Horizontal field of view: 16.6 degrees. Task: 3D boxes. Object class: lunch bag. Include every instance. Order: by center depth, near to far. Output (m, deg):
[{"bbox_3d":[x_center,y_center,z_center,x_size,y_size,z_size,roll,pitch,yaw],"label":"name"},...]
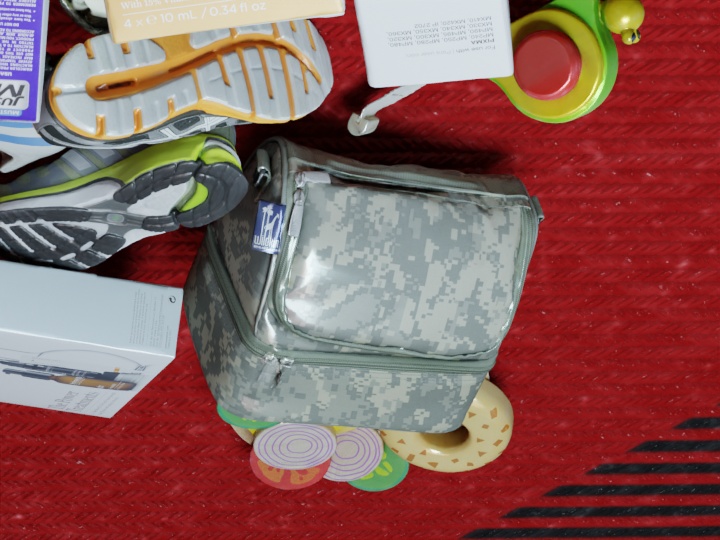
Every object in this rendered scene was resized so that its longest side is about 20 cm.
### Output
[{"bbox_3d":[0.000,0.000,1.566,0.199,0.140,0.168,7,128,-25],"label":"lunch bag"}]

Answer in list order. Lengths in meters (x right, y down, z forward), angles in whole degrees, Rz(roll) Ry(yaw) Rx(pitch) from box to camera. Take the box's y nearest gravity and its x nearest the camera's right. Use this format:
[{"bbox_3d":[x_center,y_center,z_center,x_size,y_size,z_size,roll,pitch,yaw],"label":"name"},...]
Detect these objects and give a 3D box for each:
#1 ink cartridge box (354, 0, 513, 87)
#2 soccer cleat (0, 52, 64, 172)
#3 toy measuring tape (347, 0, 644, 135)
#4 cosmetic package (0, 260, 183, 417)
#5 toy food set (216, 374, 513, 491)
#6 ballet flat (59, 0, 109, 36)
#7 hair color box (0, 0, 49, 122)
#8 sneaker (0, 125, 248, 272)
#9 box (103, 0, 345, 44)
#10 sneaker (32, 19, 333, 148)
[{"bbox_3d":[0.029,-0.216,1.300,0.084,0.146,0.201,-6,141,5],"label":"ink cartridge box"},{"bbox_3d":[-0.252,-0.117,1.458,0.086,0.070,0.200,-30,135,28],"label":"soccer cleat"},{"bbox_3d":[0.088,-0.107,1.494,0.199,0.074,0.074,-27,136,23],"label":"toy measuring tape"},{"bbox_3d":[-0.213,0.046,1.624,0.150,0.052,0.200,11,162,-14],"label":"cosmetic package"},{"bbox_3d":[-0.003,0.095,1.760,0.197,0.049,0.200,-20,139,19],"label":"toy food set"},{"bbox_3d":[-0.134,-0.204,1.362,0.071,0.072,0.201,3,141,-8],"label":"ballet flat"},{"bbox_3d":[-0.195,-0.190,1.324,0.064,0.110,0.201,4,134,-9],"label":"hair color box"},{"bbox_3d":[-0.158,-0.058,1.533,0.199,0.081,0.074,-14,140,21],"label":"sneaker"},{"bbox_3d":[-0.080,-0.231,1.252,0.123,0.098,0.201,-8,116,2],"label":"box"},{"bbox_3d":[-0.105,-0.113,1.453,0.199,0.079,0.077,-9,172,-34],"label":"sneaker"}]
